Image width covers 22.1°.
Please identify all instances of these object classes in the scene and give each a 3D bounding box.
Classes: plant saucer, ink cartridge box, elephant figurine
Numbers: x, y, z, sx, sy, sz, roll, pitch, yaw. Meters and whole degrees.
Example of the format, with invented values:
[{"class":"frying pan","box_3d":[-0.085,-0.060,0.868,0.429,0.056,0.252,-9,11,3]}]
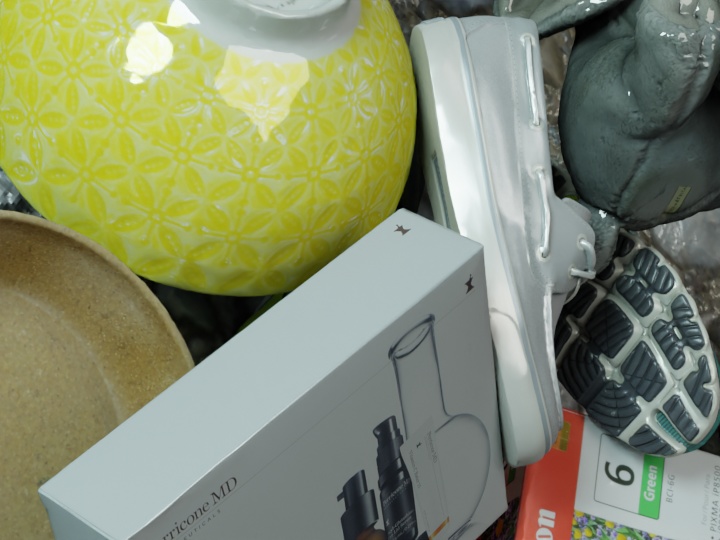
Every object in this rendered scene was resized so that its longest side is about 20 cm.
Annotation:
[{"class":"plant saucer","box_3d":[-0.149,0.078,0.715,0.199,0.035,0.202,4,83,-37]},{"class":"ink cartridge box","box_3d":[0.097,0.126,0.870,0.199,0.050,0.110,19,62,-13]},{"class":"elephant figurine","box_3d":[0.137,-0.126,0.880,0.154,0.142,0.201,-14,50,-9]}]

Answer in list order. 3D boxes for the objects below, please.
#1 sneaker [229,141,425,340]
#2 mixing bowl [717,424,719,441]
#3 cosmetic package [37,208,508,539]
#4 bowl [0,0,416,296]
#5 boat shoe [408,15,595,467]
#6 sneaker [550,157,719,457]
[{"class":"sneaker","box_3d":[0.000,0.000,0.850,0.074,0.081,0.201,34,57,-27]},{"class":"mixing bowl","box_3d":[0.251,0.118,0.973,0.200,0.108,0.202,-11,90,-82]},{"class":"cosmetic package","box_3d":[-0.024,0.091,0.734,0.200,0.051,0.152,-38,135,-32]},{"class":"bowl","box_3d":[-0.055,-0.101,0.778,0.199,0.108,0.201,14,49,-17]},{"class":"boat shoe","box_3d":[0.070,-0.017,0.816,0.068,0.072,0.201,-10,76,-9]},{"class":"sneaker","box_3d":[0.127,0.012,0.914,0.079,0.078,0.200,26,26,-43]}]
